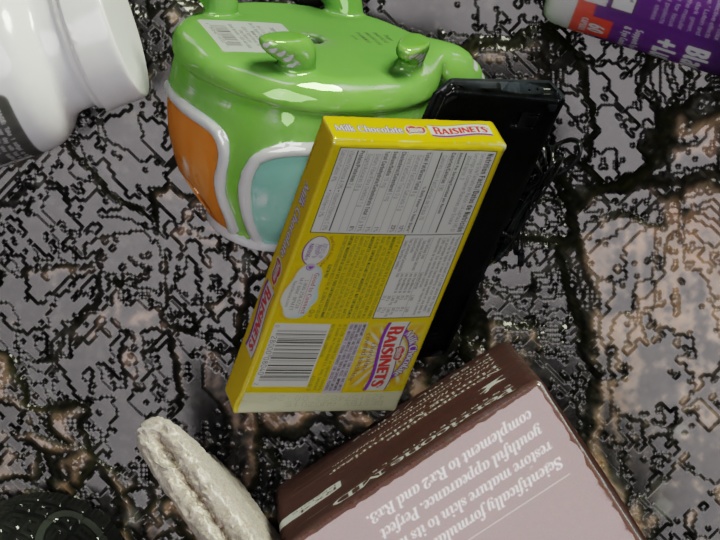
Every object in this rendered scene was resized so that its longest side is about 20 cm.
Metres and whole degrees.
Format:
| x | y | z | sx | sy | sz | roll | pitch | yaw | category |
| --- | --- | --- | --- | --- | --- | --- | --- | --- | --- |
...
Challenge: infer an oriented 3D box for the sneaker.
| x | y | z | sx | sy | sz | roll | pitch | yaw | category |
| --- | --- | --- | --- | --- | --- | --- | --- | --- | --- |
| -0.142 | 0.204 | 1.641 | 0.200 | 0.076 | 0.091 | 31 | 137 | 16 | sneaker |

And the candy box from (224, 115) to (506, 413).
| x | y | z | sx | sy | sz | roll | pitch | yaw | category |
| --- | --- | --- | --- | --- | --- | --- | --- | --- | --- |
| 0.000 | 0.000 | 1.548 | 0.102 | 0.026 | 0.201 | -1 | 133 | -27 | candy box |

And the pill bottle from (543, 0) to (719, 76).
| x | y | z | sx | sy | sz | roll | pitch | yaw | category |
| --- | --- | --- | --- | --- | --- | --- | --- | --- | --- |
| 0.208 | -0.160 | 1.553 | 0.199 | 0.111 | 0.112 | 17 | 98 | 1 | pill bottle |

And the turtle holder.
| x | y | z | sx | sy | sz | roll | pitch | yaw | category |
| --- | --- | --- | --- | --- | --- | --- | --- | --- | --- |
| -0.023 | -0.086 | 1.578 | 0.141 | 0.185 | 0.132 | 26 | 116 | 33 | turtle holder |

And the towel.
| x | y | z | sx | sy | sz | roll | pitch | yaw | category |
| --- | --- | --- | --- | --- | --- | --- | --- | --- | --- |
| -0.049 | 0.170 | 1.569 | 0.034 | 0.133 | 0.200 | -36 | 70 | -1 | towel |

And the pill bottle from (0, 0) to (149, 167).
| x | y | z | sx | sy | sz | roll | pitch | yaw | category |
| --- | --- | --- | --- | --- | --- | --- | --- | --- | --- |
| -0.226 | -0.108 | 1.584 | 0.199 | 0.116 | 0.116 | -18 | 96 | 5 | pill bottle |

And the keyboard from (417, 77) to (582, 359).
| x | y | z | sx | sy | sz | roll | pitch | yaw | category |
| --- | --- | --- | --- | --- | --- | --- | --- | --- | --- |
| 0.051 | -0.032 | 1.585 | 0.104 | 0.040 | 0.200 | 4 | 132 | -26 | keyboard |

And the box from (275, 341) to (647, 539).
| x | y | z | sx | sy | sz | roll | pitch | yaw | category |
| --- | --- | --- | --- | --- | --- | --- | --- | --- | --- |
| 0.064 | 0.157 | 1.553 | 0.166 | 0.200 | 0.165 | -33 | 95 | 0 | box |
